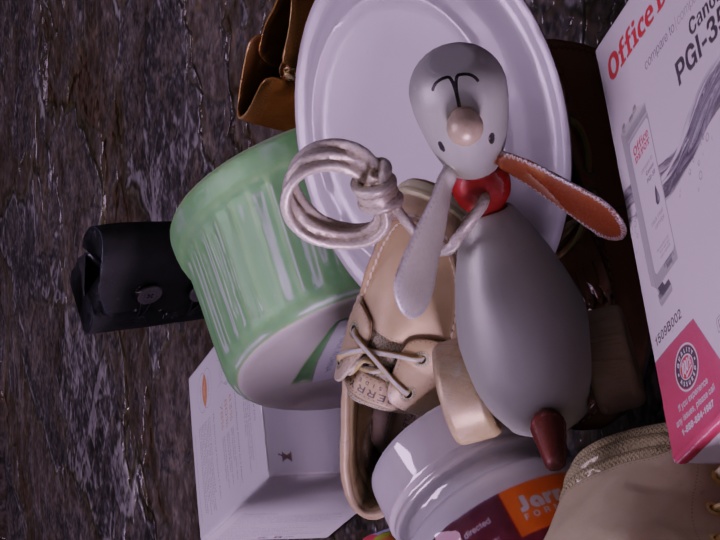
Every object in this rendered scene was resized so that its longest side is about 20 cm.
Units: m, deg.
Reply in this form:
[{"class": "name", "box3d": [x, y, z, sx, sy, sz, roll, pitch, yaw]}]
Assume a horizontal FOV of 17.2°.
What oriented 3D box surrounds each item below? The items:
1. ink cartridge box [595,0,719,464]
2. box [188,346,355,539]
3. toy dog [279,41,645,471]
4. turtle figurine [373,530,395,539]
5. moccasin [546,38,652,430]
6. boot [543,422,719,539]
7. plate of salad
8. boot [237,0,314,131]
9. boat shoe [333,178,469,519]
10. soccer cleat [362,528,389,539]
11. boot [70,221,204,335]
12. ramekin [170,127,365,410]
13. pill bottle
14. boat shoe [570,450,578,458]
[{"class": "ink cartridge box", "box3d": [0.170, -0.040, 0.967, 0.147, 0.082, 0.201, 121, 145, -60]}, {"class": "box", "box3d": [-0.047, 0.104, 1.633, 0.200, 0.097, 0.125, 132, 136, -65]}, {"class": "toy dog", "box3d": [0.063, 0.010, 1.050, 0.132, 0.200, 0.097, -34, 27, 15]}, {"class": "turtle figurine", "box3d": [0.034, 0.209, 1.299, 0.162, 0.199, 0.064, 63, 173, 13]}, {"class": "moccasin", "box3d": [0.101, -0.021, 1.186, 0.073, 0.077, 0.203, -16, 71, 49]}, {"class": "boot", "box3d": [0.157, 0.128, 1.000, 0.156, 0.199, 0.073, -51, -49, -51]}, {"class": "plate of salad", "box3d": [0.039, -0.069, 1.177, 0.199, 0.048, 0.202, 17, 112, 47]}, {"class": "boot", "box3d": [-0.005, -0.087, 1.421, 0.071, 0.143, 0.202, -111, 27, -50]}, {"class": "boat shoe", "box3d": [0.023, 0.044, 1.158, 0.072, 0.065, 0.201, 29, 140, 20]}, {"class": "soccer cleat", "box3d": [0.036, 0.176, 1.407, 0.200, 0.073, 0.069, 140, 129, -66]}, {"class": "boot", "box3d": [-0.084, -0.026, 1.576, 0.066, 0.198, 0.166, -107, 24, -42]}, {"class": "ramekin", "box3d": [0.000, 0.000, 1.334, 0.200, 0.199, 0.098, 121, 137, -58]}, {"class": "pill bottle", "box3d": [0.088, 0.161, 1.120, 0.201, 0.113, 0.115, 61, 149, 32]}, {"class": "boat shoe", "box3d": [0.091, 0.179, 1.216, 0.075, 0.085, 0.203, 112, 152, -51]}]
